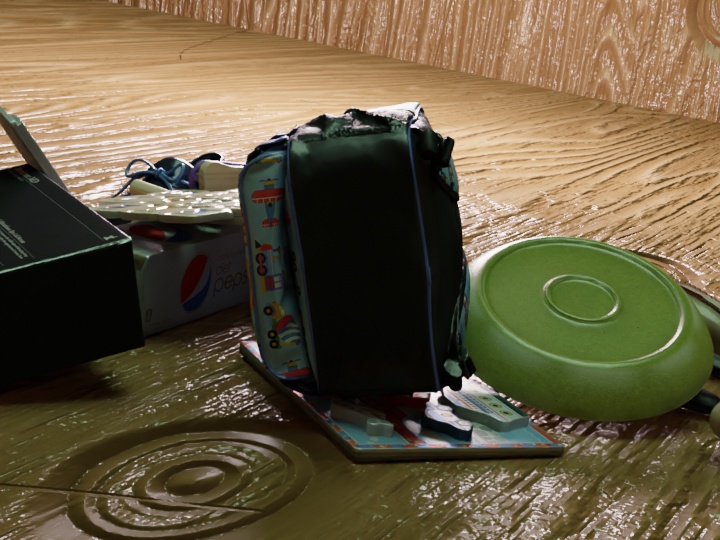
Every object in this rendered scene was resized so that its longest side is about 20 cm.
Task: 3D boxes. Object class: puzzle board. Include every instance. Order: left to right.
[{"bbox_3d":[0.022,0.080,0.990,0.150,0.017,0.200,2,16,-26],"label":"puzzle board"}]

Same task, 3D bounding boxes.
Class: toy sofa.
[{"bbox_3d":[-0.104,-0.060,1.308,0.083,0.098,0.200,19,18,38],"label":"toy sofa"}]

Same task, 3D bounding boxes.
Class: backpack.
[{"bbox_3d":[0.004,-0.021,0.974,0.134,0.183,0.200,-5,13,6],"label":"backpack"}]

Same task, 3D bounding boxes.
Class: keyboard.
[{"bbox_3d":[-0.224,-0.057,1.091,0.011,0.200,0.056,-43,53,-15],"label":"keyboard"}]

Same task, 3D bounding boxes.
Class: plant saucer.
[{"bbox_3d":[0.157,0.030,1.057,0.199,0.031,0.200,5,35,-4],"label":"plant saucer"}]

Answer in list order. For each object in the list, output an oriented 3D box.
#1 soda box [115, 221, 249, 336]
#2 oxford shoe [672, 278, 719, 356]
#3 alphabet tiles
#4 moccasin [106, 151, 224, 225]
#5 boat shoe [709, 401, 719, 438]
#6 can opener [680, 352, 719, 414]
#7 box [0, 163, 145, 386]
[{"bbox_3d":[-0.138,-0.003,1.129,0.068,0.064,0.200,14,15,23],"label":"soda box"},{"bbox_3d":[0.216,0.045,1.195,0.199,0.071,0.075,18,43,29],"label":"oxford shoe"},{"bbox_3d":[-0.098,-0.047,1.110,0.199,0.015,0.195,4,11,39],"label":"alphabet tiles"},{"bbox_3d":[-0.183,-0.075,1.378,0.080,0.069,0.200,12,14,11],"label":"moccasin"},{"bbox_3d":[0.327,0.098,1.002,0.199,0.072,0.065,-5,20,-27],"label":"boat shoe"},{"bbox_3d":[0.184,0.052,1.105,0.199,0.064,0.079,17,15,31],"label":"can opener"},{"bbox_3d":[-0.243,0.002,0.954,0.141,0.079,0.200,-18,25,-25],"label":"box"}]
